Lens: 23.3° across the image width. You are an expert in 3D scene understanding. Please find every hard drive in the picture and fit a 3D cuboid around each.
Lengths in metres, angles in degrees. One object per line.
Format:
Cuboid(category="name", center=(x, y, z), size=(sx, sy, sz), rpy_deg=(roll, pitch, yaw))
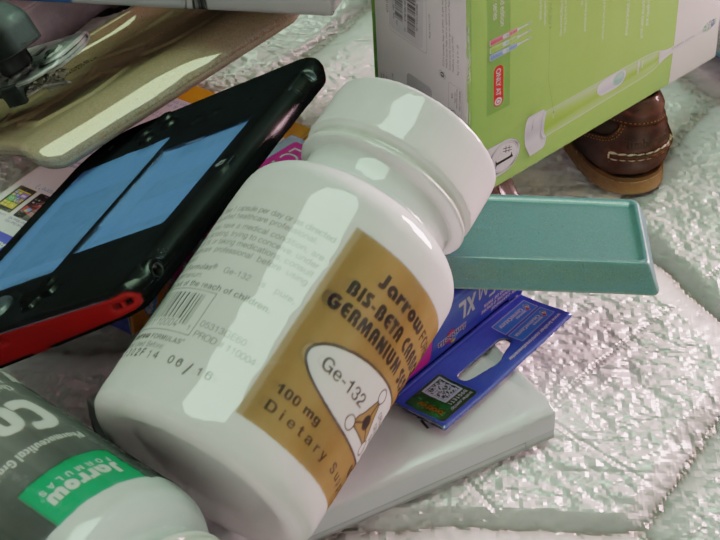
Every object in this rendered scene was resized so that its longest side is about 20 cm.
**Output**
Cuboid(category="hard drive", center=(-0.021, 0.074, 0.882), size=(0.199, 0.026, 0.132), rpy_deg=(-21, 43, -22))

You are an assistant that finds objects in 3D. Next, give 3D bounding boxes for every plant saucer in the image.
Cuboid(category="plant saucer", center=(0.052, -0.017, 0.900), size=(0.199, 0.019, 0.070), rpy_deg=(1, 37, 0))

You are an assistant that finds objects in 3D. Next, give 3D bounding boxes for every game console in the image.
Cuboid(category="game console", center=(-0.120, -0.028, 0.878), size=(0.177, 0.031, 0.200), rpy_deg=(-22, 25, 42))

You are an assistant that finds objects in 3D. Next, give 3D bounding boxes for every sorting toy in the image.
Cuboid(category="sorting toy", center=(-0.142, -0.116, 1.050), size=(0.185, 0.037, 0.200), rpy_deg=(-35, 22, -17))

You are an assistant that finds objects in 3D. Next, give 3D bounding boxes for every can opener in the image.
Cuboid(category="can opener", center=(-0.231, -0.121, 1.041), size=(0.200, 0.067, 0.053), rpy_deg=(-10, 28, 50))

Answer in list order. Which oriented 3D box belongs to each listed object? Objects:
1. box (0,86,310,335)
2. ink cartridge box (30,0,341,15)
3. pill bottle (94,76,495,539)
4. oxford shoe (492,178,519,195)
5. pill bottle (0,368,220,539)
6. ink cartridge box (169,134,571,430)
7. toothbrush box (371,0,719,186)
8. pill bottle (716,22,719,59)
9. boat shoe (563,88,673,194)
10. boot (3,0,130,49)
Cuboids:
Cuboid(category="box", center=(-0.131, -0.037, 1.017), size=(0.119, 0.042, 0.200), rpy_deg=(23, 47, 27))
Cuboid(category="ink cartridge box", center=(-0.094, -0.211, 0.993), size=(0.199, 0.085, 0.145), rpy_deg=(5, 30, 12))
Cuboid(category="pill bottle", center=(-0.022, 0.014, 0.799), size=(0.114, 0.114, 0.200), rpy_deg=(21, 65, 26))
Cuboid(category="oxford shoe", center=(0.055, -0.089, 1.059), size=(0.073, 0.071, 0.201), rpy_deg=(3, 46, -10))
Cuboid(category="pill bottle", center=(-0.137, 0.123, 0.758), size=(0.200, 0.113, 0.113), rpy_deg=(27, 47, 31))
Cuboid(category="ink cartridge box", center=(0.000, 0.000, 0.921), size=(0.200, 0.042, 0.119), rpy_deg=(29, 45, 28))
Cuboid(category="toothbrush box", center=(0.107, -0.154, 0.963), size=(0.200, 0.146, 0.086), rpy_deg=(-30, 49, -25))
Cuboid(category="pill bottle", center=(0.262, -0.182, 1.123), size=(0.108, 0.109, 0.200), rpy_deg=(-21, 42, -22))
Cuboid(category="boat shoe", center=(0.130, -0.127, 1.093), size=(0.070, 0.071, 0.200), rpy_deg=(-23, 42, -20))
Cuboid(category="boot", center=(-0.177, -0.206, 1.132), size=(0.070, 0.132, 0.200), rpy_deg=(48, 42, -6))
